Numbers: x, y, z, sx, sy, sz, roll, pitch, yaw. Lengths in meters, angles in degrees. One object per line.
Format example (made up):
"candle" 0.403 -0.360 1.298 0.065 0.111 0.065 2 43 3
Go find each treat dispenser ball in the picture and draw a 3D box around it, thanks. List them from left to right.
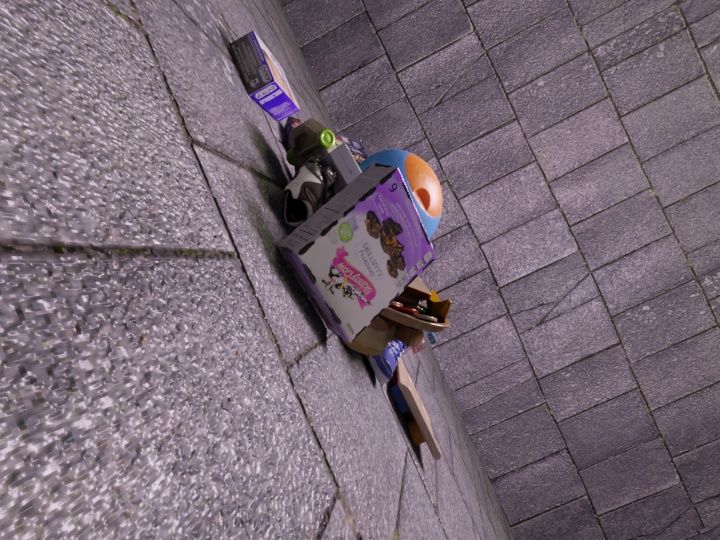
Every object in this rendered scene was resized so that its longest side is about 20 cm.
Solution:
"treat dispenser ball" 0.064 -0.132 1.055 0.205 0.197 0.201 63 7 -15

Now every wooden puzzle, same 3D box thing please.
"wooden puzzle" 0.111 0.299 1.190 0.200 0.045 0.189 -102 167 -78

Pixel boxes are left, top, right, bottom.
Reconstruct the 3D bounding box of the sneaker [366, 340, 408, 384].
"sneaker" 0.067 0.140 1.079 0.082 0.113 0.200 62 8 -10

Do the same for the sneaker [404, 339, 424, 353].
"sneaker" 0.055 0.122 1.226 0.200 0.088 0.081 43 -7 39

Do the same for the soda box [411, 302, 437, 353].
"soda box" 0.115 0.093 1.303 0.064 0.067 0.204 -55 120 -85

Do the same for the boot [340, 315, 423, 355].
"boot" 0.009 0.095 0.989 0.197 0.073 0.143 9 13 -39

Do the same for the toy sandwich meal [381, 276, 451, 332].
"toy sandwich meal" 0.084 0.046 0.984 0.200 0.072 0.205 20 7 -3

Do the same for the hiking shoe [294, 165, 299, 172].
"hiking shoe" -0.086 -0.151 1.127 0.203 0.075 0.100 59 -20 -21

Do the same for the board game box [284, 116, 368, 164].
"board game box" -0.077 -0.285 1.240 0.195 0.035 0.137 14 33 -23

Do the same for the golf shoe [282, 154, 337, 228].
"golf shoe" -0.093 -0.096 0.892 0.077 0.094 0.202 37 -29 22

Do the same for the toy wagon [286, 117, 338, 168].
"toy wagon" -0.065 -0.175 0.991 0.154 0.039 0.203 -2 -59 60

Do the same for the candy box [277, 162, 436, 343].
"candy box" 0.001 -0.027 0.794 0.071 0.199 0.170 22 -32 52

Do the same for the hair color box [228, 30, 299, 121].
"hair color box" -0.195 -0.398 1.118 0.200 0.063 0.112 -12 78 -81

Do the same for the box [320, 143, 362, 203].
"box" -0.042 -0.114 0.935 0.158 0.041 0.199 59 -26 -9
